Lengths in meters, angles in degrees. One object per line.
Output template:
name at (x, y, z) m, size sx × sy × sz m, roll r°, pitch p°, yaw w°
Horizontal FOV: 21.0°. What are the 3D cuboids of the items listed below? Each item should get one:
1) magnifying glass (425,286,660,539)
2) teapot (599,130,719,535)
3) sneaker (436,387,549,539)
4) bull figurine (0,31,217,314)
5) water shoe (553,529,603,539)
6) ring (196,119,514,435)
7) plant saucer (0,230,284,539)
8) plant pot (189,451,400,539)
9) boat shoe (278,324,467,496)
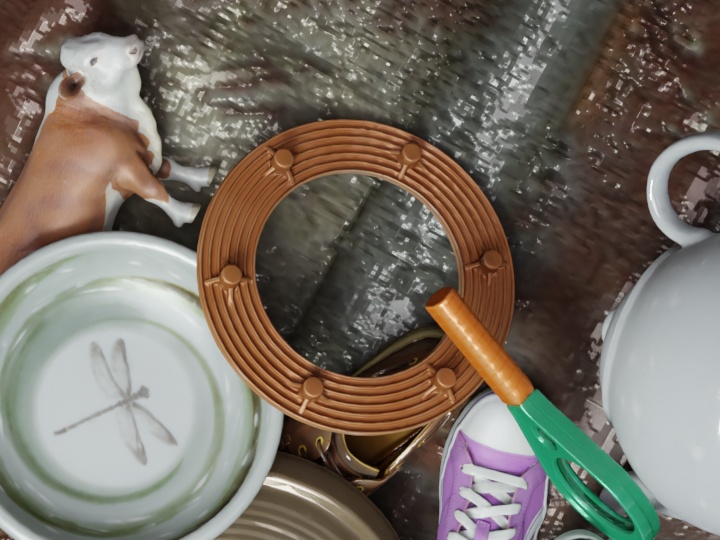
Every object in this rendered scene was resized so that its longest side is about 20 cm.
magnifying glass at (0.109, 0.090, 1.158) m, size 0.022 × 0.079 × 0.200 m, roll -45°, pitch 104°, yaw -16°
teapot at (0.210, 0.051, 1.162) m, size 0.145 × 0.198 × 0.201 m, roll 24°, pitch 76°, yaw 33°
sneaker at (0.076, 0.177, 1.202) m, size 0.072 × 0.114 × 0.203 m, roll 12°, pitch 98°, yaw 1°
bull figurine at (-0.164, -0.048, 1.198) m, size 0.121 × 0.065 × 0.201 m, roll 30°, pitch 103°, yaw -9°
water shoe at (0.118, 0.248, 1.145) m, size 0.071 × 0.079 × 0.202 m, roll 25°, pitch 71°, yaw -9°
ring at (0.000, 0.000, 1.174) m, size 0.198 × 0.019 × 0.203 m, roll 5°, pitch 70°, yaw -14°
plant saucer at (-0.146, 0.080, 1.156) m, size 0.198 × 0.050 × 0.202 m, roll 3°, pitch 74°, yaw -9°
plant pot at (-0.071, 0.216, 1.192) m, size 0.198 × 0.093 × 0.203 m, roll 4°, pitch 118°, yaw 8°
boat shoe at (-0.013, 0.110, 1.217) m, size 0.199 × 0.068 × 0.072 m, roll -39°, pitch 96°, yaw 7°
